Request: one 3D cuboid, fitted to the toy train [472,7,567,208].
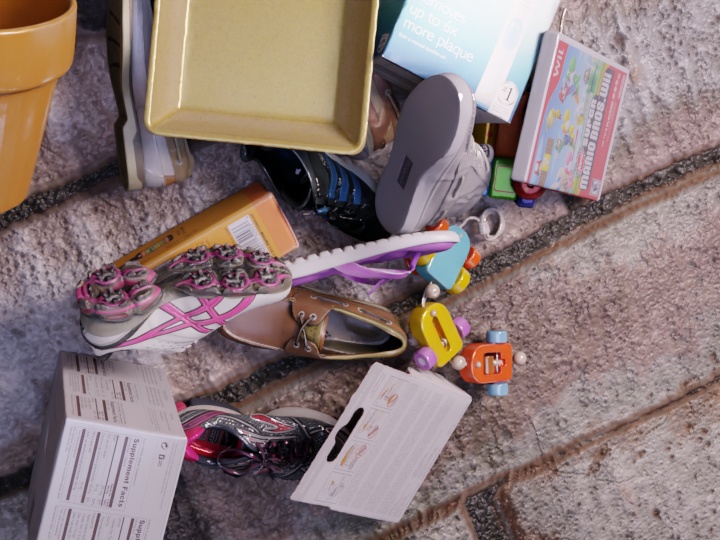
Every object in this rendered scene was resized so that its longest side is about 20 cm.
[{"bbox_3d":[0.136,-0.169,1.297,0.115,0.085,0.200,6,102,-2],"label":"toy train"}]

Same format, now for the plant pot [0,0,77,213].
[{"bbox_3d":[-0.351,-0.152,1.121,0.200,0.200,0.184,0,119,-15],"label":"plant pot"}]

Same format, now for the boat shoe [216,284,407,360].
[{"bbox_3d":[-0.049,0.052,1.300,0.200,0.068,0.072,3,102,-15],"label":"boat shoe"}]

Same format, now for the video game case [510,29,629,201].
[{"bbox_3d":[0.211,-0.148,1.275,0.200,0.017,0.143,5,99,-59],"label":"video game case"}]

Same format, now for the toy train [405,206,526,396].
[{"bbox_3d":[0.102,0.036,1.349,0.150,0.056,0.200,-8,95,-40],"label":"toy train"}]

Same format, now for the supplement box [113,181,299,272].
[{"bbox_3d":[-0.164,-0.008,1.258,0.200,0.067,0.069,-28,111,-6],"label":"supplement box"}]

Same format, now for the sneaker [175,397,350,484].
[{"bbox_3d":[-0.100,0.184,1.315,0.200,0.075,0.081,7,100,-17],"label":"sneaker"}]

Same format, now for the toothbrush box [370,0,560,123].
[{"bbox_3d":[0.103,-0.257,1.209,0.146,0.085,0.200,25,86,-22],"label":"toothbrush box"}]

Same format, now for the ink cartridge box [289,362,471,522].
[{"bbox_3d":[0.014,0.168,1.304,0.200,0.050,0.161,26,97,-51],"label":"ink cartridge box"}]

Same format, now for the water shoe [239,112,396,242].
[{"bbox_3d":[-0.045,-0.077,1.251,0.071,0.079,0.200,-25,123,39],"label":"water shoe"}]

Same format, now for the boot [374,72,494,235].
[{"bbox_3d":[0.085,-0.115,1.208,0.095,0.200,0.074,-16,62,-30],"label":"boot"}]

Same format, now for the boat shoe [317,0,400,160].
[{"bbox_3d":[-0.009,-0.211,1.253,0.072,0.076,0.200,-23,110,-20],"label":"boat shoe"}]

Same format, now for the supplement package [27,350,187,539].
[{"bbox_3d":[-0.243,0.185,1.211,0.111,0.200,0.156,12,100,-16],"label":"supplement package"}]

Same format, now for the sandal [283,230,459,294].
[{"bbox_3d":[0.002,0.000,1.264,0.202,0.082,0.050,-12,88,14],"label":"sandal"}]

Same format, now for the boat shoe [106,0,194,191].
[{"bbox_3d":[-0.197,-0.177,1.211,0.068,0.075,0.200,-8,112,-19],"label":"boat shoe"}]

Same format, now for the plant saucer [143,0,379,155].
[{"bbox_3d":[-0.087,-0.212,1.169,0.200,0.048,0.200,5,91,-4],"label":"plant saucer"}]

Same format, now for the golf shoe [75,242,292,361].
[{"bbox_3d":[-0.162,0.031,1.205,0.200,0.073,0.092,-9,131,-10],"label":"golf shoe"}]
